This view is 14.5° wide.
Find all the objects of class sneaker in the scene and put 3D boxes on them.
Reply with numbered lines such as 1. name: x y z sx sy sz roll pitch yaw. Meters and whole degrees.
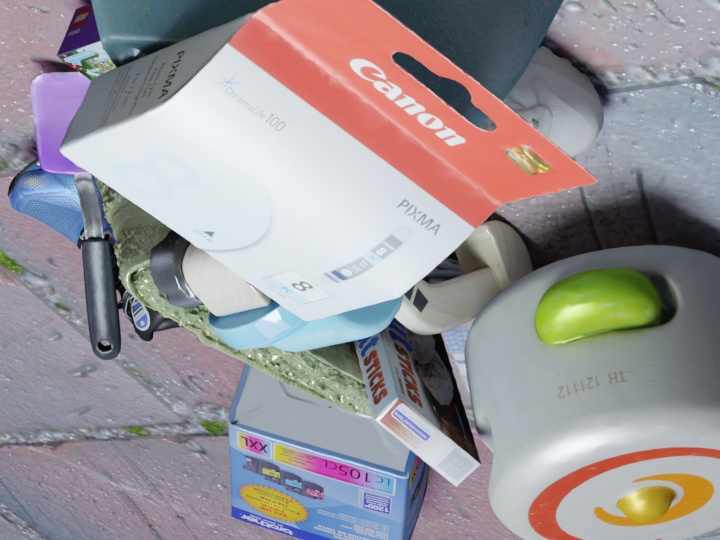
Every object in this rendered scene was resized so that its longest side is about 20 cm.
1. sneaker: 0.049 -0.082 1.521 0.200 0.081 0.076 10 133 -30
2. sneaker: -0.137 -0.009 1.825 0.200 0.089 0.079 25 152 -5

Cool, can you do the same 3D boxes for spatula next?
1. spatula: -0.168 -0.031 1.776 0.056 0.021 0.200 -3 120 4

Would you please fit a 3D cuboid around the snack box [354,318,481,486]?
1. snack box: 0.027 0.055 1.743 0.072 0.200 0.024 39 106 -24

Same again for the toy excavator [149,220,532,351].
1. toy excavator: 0.000 0.000 1.668 0.100 0.195 0.200 -12 126 45

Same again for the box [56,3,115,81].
1. box: -0.061 -0.120 1.622 0.200 0.039 0.137 -12 140 46

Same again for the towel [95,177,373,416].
1. towel: -0.074 0.005 1.732 0.200 0.149 0.036 29 113 -31

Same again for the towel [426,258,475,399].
1. towel: 0.127 0.059 1.842 0.147 0.024 0.200 11 152 19

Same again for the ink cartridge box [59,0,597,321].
1. ink cartridge box: -0.017 -0.048 1.278 0.160 0.047 0.200 36 151 -28

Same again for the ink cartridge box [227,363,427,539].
1. ink cartridge box: -0.021 0.141 2.040 0.136 0.076 0.200 17 154 8

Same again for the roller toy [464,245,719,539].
1. roller toy: 0.161 0.084 1.681 0.200 0.140 0.182 12 146 -33

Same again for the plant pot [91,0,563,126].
1. plant pot: -0.023 -0.153 1.364 0.196 0.200 0.196 4 148 28
